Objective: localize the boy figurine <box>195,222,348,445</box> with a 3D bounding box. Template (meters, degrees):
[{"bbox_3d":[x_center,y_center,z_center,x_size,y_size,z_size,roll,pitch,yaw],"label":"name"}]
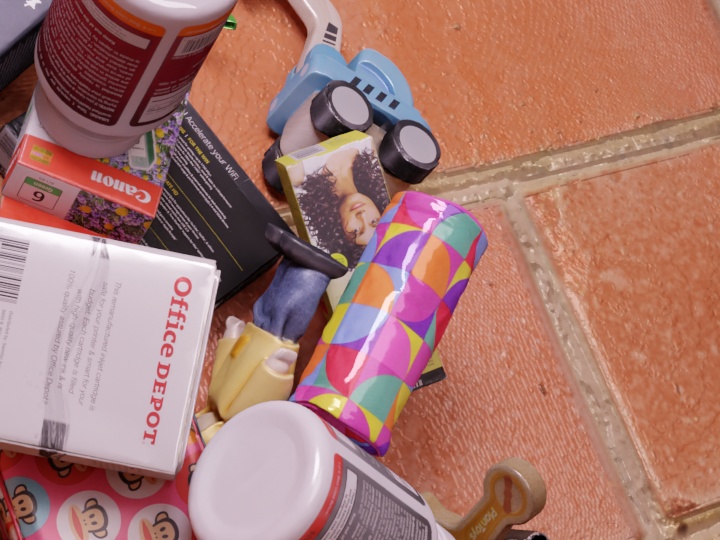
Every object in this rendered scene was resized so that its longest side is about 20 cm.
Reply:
[{"bbox_3d":[-0.084,0.067,1.647,0.064,0.124,0.201,28,95,-25],"label":"boy figurine"}]

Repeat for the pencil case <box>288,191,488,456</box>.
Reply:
[{"bbox_3d":[0.020,0.041,1.634,0.088,0.088,0.201,32,74,-14],"label":"pencil case"}]

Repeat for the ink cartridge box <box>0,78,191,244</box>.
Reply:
[{"bbox_3d":[-0.197,-0.073,1.617,0.108,0.050,0.201,22,54,-14],"label":"ink cartridge box"}]

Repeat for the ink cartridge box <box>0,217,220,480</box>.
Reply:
[{"bbox_3d":[-0.204,0.051,1.496,0.198,0.083,0.148,12,79,-3],"label":"ink cartridge box"}]

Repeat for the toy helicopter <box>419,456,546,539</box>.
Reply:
[{"bbox_3d":[0.084,0.209,1.627,0.079,0.200,0.133,-23,67,-40],"label":"toy helicopter"}]

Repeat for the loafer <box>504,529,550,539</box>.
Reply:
[{"bbox_3d":[0.120,0.286,1.692,0.072,0.071,0.202,8,64,-27],"label":"loafer"}]

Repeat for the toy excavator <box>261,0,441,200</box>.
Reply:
[{"bbox_3d":[-0.025,-0.158,1.814,0.194,0.100,0.201,30,43,-18],"label":"toy excavator"}]

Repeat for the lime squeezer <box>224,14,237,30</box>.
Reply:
[{"bbox_3d":[-0.202,-0.198,1.746,0.199,0.038,0.071,-11,65,-25],"label":"lime squeezer"}]

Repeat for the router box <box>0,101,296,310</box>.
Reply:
[{"bbox_3d":[-0.164,-0.056,1.696,0.149,0.051,0.200,-36,87,-37],"label":"router box"}]

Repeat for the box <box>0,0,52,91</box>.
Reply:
[{"bbox_3d":[-0.300,-0.206,1.627,0.148,0.107,0.200,44,65,0],"label":"box"}]

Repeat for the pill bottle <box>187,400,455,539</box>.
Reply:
[{"bbox_3d":[-0.017,0.180,1.525,0.200,0.115,0.117,41,48,-44],"label":"pill bottle"}]

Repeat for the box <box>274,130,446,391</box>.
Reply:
[{"bbox_3d":[0.000,0.000,1.711,0.075,0.050,0.201,-21,104,-10],"label":"box"}]

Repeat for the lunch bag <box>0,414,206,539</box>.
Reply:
[{"bbox_3d":[-0.188,0.156,1.553,0.175,0.082,0.201,-15,75,-15],"label":"lunch bag"}]

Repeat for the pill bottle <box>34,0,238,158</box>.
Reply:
[{"bbox_3d":[-0.159,-0.165,1.533,0.112,0.200,0.114,12,57,-19],"label":"pill bottle"}]
